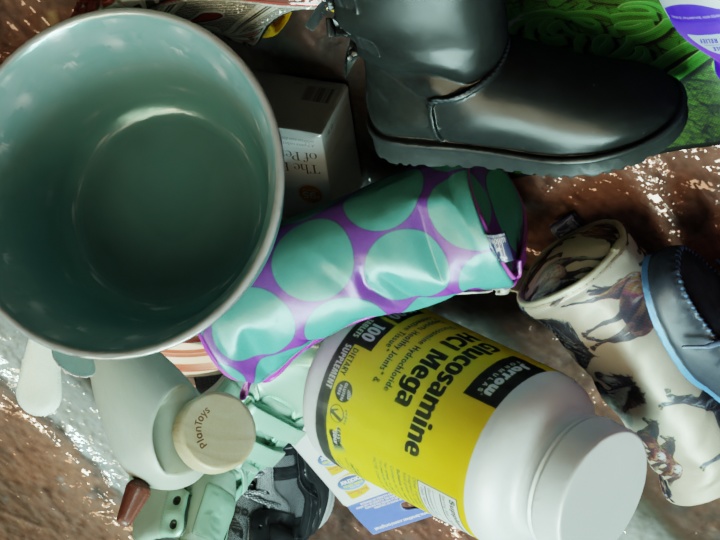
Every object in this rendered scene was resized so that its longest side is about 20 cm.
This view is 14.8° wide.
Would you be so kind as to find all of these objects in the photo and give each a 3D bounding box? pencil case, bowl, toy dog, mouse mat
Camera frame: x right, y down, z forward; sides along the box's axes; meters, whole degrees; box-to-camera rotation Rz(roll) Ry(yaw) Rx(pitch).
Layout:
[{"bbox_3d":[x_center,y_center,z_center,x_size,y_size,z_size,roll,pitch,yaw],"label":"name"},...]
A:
[{"bbox_3d":[0.000,0.000,1.653,0.199,0.085,0.093,-21,102,15],"label":"pencil case"},{"bbox_3d":[-0.125,-0.043,1.600,0.200,0.202,0.105,13,176,16],"label":"bowl"},{"bbox_3d":[-0.162,0.077,1.685,0.200,0.096,0.132,36,156,11],"label":"toy dog"},{"bbox_3d":[0.173,0.058,1.687,0.089,0.078,0.200,-5,132,48],"label":"pencil case"},{"bbox_3d":[0.116,-0.122,1.579,0.199,0.008,0.161,-9,128,35],"label":"mouse mat"}]

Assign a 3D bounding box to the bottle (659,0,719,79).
[{"bbox_3d":[0.195,-0.155,1.450,0.083,0.065,0.200,-3,132,39],"label":"bottle"}]

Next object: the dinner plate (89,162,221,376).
[{"bbox_3d":[-0.131,-0.004,1.743,0.199,0.024,0.201,7,138,6],"label":"dinner plate"}]

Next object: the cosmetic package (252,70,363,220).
[{"bbox_3d":[-0.103,-0.083,1.709,0.199,0.051,0.083,10,140,19],"label":"cosmetic package"}]

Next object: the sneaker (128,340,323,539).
[{"bbox_3d":[-0.072,0.123,1.767,0.074,0.119,0.200,29,131,-32],"label":"sneaker"}]

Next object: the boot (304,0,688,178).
[{"bbox_3d":[0.072,-0.132,1.512,0.197,0.074,0.163,0,137,17],"label":"boot"}]

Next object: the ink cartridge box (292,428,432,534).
[{"bbox_3d":[0.002,0.084,1.827,0.119,0.042,0.200,-22,119,30],"label":"ink cartridge box"}]

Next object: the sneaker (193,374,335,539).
[{"bbox_3d":[-0.080,0.136,1.884,0.075,0.114,0.201,2,134,27],"label":"sneaker"}]

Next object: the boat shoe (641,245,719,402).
[{"bbox_3d":[0.240,0.043,1.647,0.068,0.084,0.200,-19,139,33],"label":"boat shoe"}]

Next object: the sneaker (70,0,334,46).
[{"bbox_3d":[-0.086,-0.159,1.597,0.199,0.078,0.082,-10,130,37],"label":"sneaker"}]

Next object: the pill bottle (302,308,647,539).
[{"bbox_3d":[0.070,0.099,1.680,0.199,0.112,0.113,24,145,36],"label":"pill bottle"}]
